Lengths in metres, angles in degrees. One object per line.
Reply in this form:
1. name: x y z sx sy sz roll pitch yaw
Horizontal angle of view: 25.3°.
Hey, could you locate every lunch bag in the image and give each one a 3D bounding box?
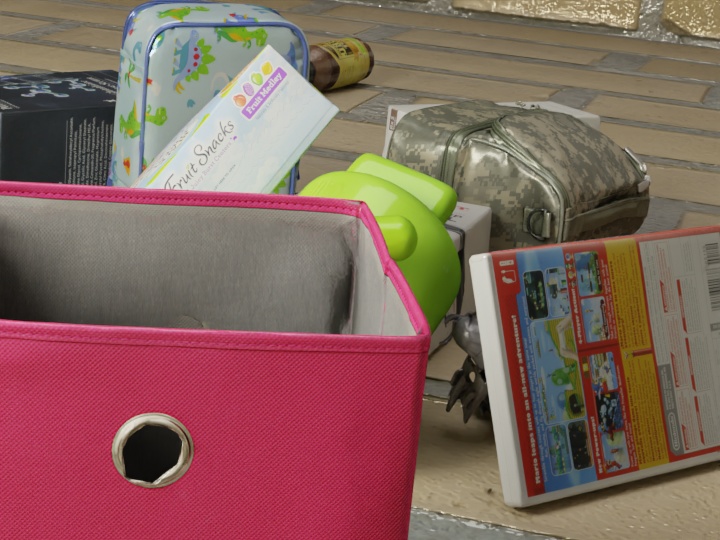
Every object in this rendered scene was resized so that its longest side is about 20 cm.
1. lunch bag: -0.126 -0.125 1.357 0.160 0.201 0.082 -5 26 -26
2. lunch bag: 0.133 -0.062 1.328 0.167 0.140 0.200 16 16 28

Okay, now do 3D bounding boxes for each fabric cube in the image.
1. fabric cube: -0.089 0.085 0.655 0.195 0.200 0.200 4 16 -8

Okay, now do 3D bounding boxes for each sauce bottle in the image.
1. sauce bottle: -0.050 -0.268 2.112 0.065 0.065 0.200 12 18 23

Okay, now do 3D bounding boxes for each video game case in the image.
1. video game case: 0.155 0.052 0.950 0.200 0.144 0.017 -7 -2 -36

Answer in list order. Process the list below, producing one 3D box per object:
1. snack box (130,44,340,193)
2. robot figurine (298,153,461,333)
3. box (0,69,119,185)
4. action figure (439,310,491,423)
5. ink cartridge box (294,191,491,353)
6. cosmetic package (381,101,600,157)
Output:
1. snack box: -0.111 -0.048 1.052 0.068 0.169 0.200 41 -16 -11
2. robot figurine: -0.016 0.022 0.948 0.115 0.176 0.200 26 54 15
3. box: -0.270 -0.111 1.432 0.200 0.107 0.148 -10 23 -39
4. action figure: 0.131 0.049 1.015 0.199 0.130 0.070 10 48 -33
5. ink cartridge box: 0.000 0.000 1.173 0.145 0.084 0.200 10 17 18
6. cosmetic package: 0.120 -0.097 1.495 0.199 0.113 0.081 -8 20 -34
